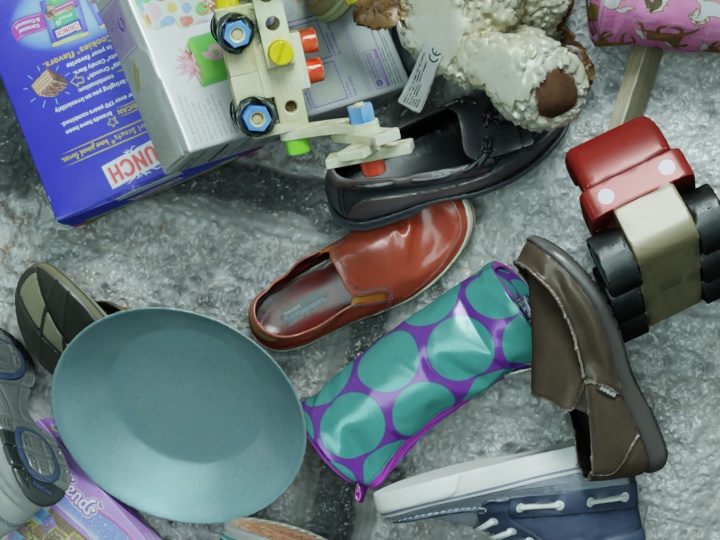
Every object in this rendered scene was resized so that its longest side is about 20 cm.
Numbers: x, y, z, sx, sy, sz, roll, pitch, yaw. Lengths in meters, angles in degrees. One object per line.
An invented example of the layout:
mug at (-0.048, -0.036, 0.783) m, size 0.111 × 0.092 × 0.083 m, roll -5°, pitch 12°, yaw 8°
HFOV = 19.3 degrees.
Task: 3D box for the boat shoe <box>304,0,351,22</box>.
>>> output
boat shoe at (-0.021, -0.284, 1.575) m, size 0.063 × 0.073 × 0.200 m, roll 15°, pitch 78°, yaw -29°

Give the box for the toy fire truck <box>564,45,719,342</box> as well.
toy fire truck at (0.203, -0.075, 1.554) m, size 0.129 × 0.176 × 0.200 m, roll -26°, pitch 69°, yaw 2°

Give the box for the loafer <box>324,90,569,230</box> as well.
loafer at (0.066, -0.092, 1.601) m, size 0.200 × 0.063 × 0.072 m, roll -24°, pitch 61°, yaw -4°

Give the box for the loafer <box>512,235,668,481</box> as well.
loafer at (0.155, 0.070, 1.527) m, size 0.071 × 0.073 × 0.200 m, roll -28°, pitch 102°, yaw -7°

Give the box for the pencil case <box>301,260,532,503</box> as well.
pencil case at (0.054, 0.082, 1.609) m, size 0.200 × 0.085 × 0.092 m, roll -37°, pitch 75°, yaw 7°

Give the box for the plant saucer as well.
plant saucer at (-0.135, 0.104, 1.617) m, size 0.201 × 0.039 × 0.201 m, roll 6°, pitch 122°, yaw 10°

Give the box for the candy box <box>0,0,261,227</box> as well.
candy box at (-0.191, -0.157, 1.659) m, size 0.169 × 0.077 × 0.200 m, roll -22°, pitch 84°, yaw 7°

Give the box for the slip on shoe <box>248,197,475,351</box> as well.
slip on shoe at (0.000, 0.000, 1.632) m, size 0.200 × 0.061 × 0.074 m, roll -30°, pitch 82°, yaw 6°

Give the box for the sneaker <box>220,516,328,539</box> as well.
sneaker at (-0.022, 0.255, 1.618) m, size 0.200 × 0.071 × 0.080 m, roll 23°, pitch 97°, yaw 0°

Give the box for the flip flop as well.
flip flop at (-0.185, 0.064, 1.664) m, size 0.200 × 0.058 × 0.081 m, roll 34°, pitch 127°, yaw -5°

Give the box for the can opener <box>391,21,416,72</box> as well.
can opener at (0.022, -0.250, 1.637) m, size 0.053 × 0.067 × 0.200 m, roll -7°, pitch 73°, yaw -34°

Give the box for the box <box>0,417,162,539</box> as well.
box at (-0.231, 0.235, 1.676) m, size 0.137 × 0.039 × 0.200 m, roll -44°, pitch 82°, yaw 6°

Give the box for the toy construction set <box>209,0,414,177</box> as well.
toy construction set at (-0.035, -0.158, 1.506) m, size 0.131 × 0.092 × 0.200 m, roll -14°, pitch 90°, yaw -7°

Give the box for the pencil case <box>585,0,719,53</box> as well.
pencil case at (0.263, -0.207, 1.565) m, size 0.200 × 0.083 × 0.087 m, roll 0°, pitch 56°, yaw -2°

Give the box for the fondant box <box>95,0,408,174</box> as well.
fondant box at (-0.080, -0.171, 1.598) m, size 0.200 × 0.058 × 0.144 m, roll -19°, pitch 84°, yaw -30°

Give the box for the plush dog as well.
plush dog at (0.102, -0.203, 1.569) m, size 0.160 × 0.172 × 0.200 m, roll -5°, pitch 99°, yaw 34°

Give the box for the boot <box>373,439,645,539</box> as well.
boot at (0.115, 0.185, 1.592) m, size 0.200 × 0.073 × 0.090 m, roll -12°, pitch 90°, yaw -3°

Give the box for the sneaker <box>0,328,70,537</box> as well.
sneaker at (-0.294, 0.117, 1.646) m, size 0.087 × 0.074 × 0.200 m, roll -44°, pitch 48°, yaw 25°
